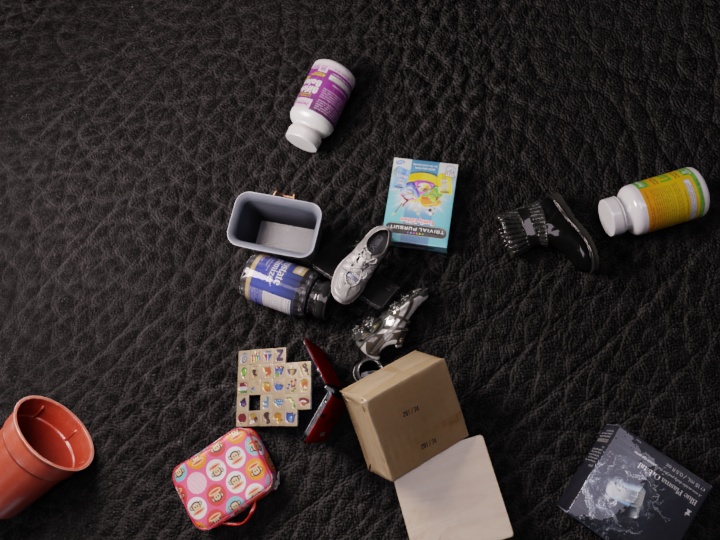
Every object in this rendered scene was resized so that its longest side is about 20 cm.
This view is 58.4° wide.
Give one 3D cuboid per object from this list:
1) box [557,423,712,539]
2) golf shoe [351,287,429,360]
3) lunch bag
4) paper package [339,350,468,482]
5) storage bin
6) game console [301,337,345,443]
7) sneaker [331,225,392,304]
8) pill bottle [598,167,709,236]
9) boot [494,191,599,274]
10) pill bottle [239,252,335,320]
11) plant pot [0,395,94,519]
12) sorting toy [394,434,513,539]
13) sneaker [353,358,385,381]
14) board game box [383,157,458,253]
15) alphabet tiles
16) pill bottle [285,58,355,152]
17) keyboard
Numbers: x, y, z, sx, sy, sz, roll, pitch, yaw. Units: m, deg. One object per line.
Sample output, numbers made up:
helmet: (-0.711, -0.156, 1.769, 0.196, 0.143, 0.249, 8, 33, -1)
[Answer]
box: (0.526, 0.438, 1.251, 0.196, 0.117, 0.200, 33, 84, 13)
golf shoe: (0.080, 0.115, 1.417, 0.200, 0.078, 0.095, -36, 97, -4)
lunch bag: (-0.279, 0.449, 1.367, 0.199, 0.082, 0.177, -31, 75, -2)
paper package: (0.088, 0.283, 1.273, 0.199, 0.103, 0.192, -25, 104, -26)
storage bin: (-0.178, -0.094, 1.458, 0.199, 0.134, 0.146, 11, 78, 9)
game console: (-0.096, 0.252, 1.330, 0.118, 0.200, 0.173, 29, 82, 14)
sneaker: (0.002, -0.021, 1.382, 0.075, 0.082, 0.201, 31, 74, -1)
pill bottle: (0.622, -0.141, 1.380, 0.199, 0.111, 0.112, -17, 75, 3)
boot: (0.401, -0.059, 1.403, 0.157, 0.080, 0.212, -24, 64, -6)
pill bottle: (-0.158, 0.040, 1.435, 0.199, 0.112, 0.112, 18, 79, 11)
plant pot: (-0.722, 0.410, 1.386, 0.195, 0.201, 0.201, -42, 75, 5)
sorting toy: (0.182, 0.459, 1.313, 0.199, 0.070, 0.200, -17, 75, 3)
sneaker: (0.071, 0.248, 1.363, 0.199, 0.099, 0.071, 25, 79, 11)
board game box: (0.137, -0.150, 1.477, 0.150, 0.047, 0.201, 7, 77, 9)
alphabet tiles: (-0.189, 0.253, 1.403, 0.199, 0.008, 0.168, -8, 74, 28)
pill bottle: (-0.099, -0.388, 1.530, 0.112, 0.112, 0.201, 22, 79, 12)
keyboard: (0.000, 0.000, 1.449, 0.200, 0.021, 0.127, 33, 60, 18)
